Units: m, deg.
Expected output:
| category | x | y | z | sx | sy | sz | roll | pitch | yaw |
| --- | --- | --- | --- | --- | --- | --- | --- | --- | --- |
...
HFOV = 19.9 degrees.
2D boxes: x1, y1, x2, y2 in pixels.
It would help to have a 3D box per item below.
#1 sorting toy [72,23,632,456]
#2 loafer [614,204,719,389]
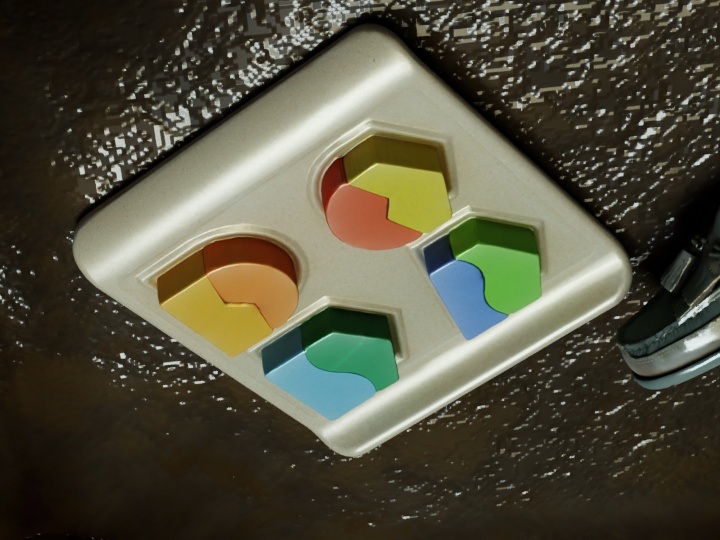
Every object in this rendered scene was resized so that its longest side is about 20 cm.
| category | x | y | z | sx | sy | sz | roll | pitch | yaw |
| --- | --- | --- | --- | --- | --- | --- | --- | --- | --- |
| sorting toy | 0.000 | 0.000 | 0.926 | 0.185 | 0.037 | 0.200 | -32 | 130 | 22 |
| loafer | 0.190 | -0.026 | 0.918 | 0.200 | 0.072 | 0.063 | -36 | 109 | 17 |
